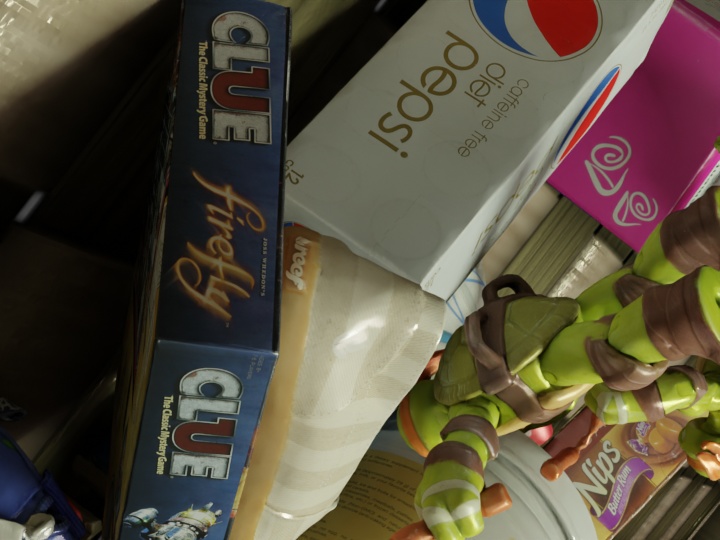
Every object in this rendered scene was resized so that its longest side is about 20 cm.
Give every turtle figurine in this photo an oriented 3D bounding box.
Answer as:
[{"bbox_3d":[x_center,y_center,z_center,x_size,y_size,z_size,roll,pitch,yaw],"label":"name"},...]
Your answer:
[{"bbox_3d":[0.071,0.028,0.708,0.161,0.065,0.200,-30,-174,31],"label":"turtle figurine"},{"bbox_3d":[0.160,0.026,0.828,0.200,0.064,0.162,-4,111,-44],"label":"turtle figurine"}]

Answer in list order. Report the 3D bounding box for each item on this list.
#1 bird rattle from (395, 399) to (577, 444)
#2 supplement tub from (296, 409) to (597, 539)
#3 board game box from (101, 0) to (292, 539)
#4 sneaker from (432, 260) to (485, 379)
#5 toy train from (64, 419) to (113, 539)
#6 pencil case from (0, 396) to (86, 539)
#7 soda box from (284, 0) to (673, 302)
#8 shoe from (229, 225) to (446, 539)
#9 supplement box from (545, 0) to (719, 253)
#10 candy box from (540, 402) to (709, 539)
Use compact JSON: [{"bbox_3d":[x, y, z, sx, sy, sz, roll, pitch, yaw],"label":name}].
[{"bbox_3d":[0.022,0.064,0.968,0.163,0.113,0.200,-31,169,-21],"label":"bird rattle"},{"bbox_3d":[-0.002,0.155,0.786,0.200,0.145,0.146,-40,160,-45],"label":"supplement tub"},{"bbox_3d":[-0.056,0.030,0.620,0.200,0.034,0.136,107,-14,-50],"label":"board game box"},{"bbox_3d":[0.000,0.000,0.798,0.200,0.075,0.087,29,61,-62],"label":"sneaker"},{"bbox_3d":[-0.125,0.102,0.730,0.200,0.034,0.046,-40,147,-29],"label":"toy train"},{"bbox_3d":[-0.165,0.124,0.590,0.200,0.078,0.087,-39,-174,-35],"label":"pencil case"},{"bbox_3d":[0.040,-0.057,0.709,0.200,0.068,0.064,-49,168,-34],"label":"soda box"},{"bbox_3d":[-0.018,0.057,0.646,0.200,0.053,0.070,111,-16,-56],"label":"shoe"},{"bbox_3d":[0.153,-0.081,0.929,0.103,0.101,0.200,-56,161,17],"label":"supplement box"},{"bbox_3d":[0.079,0.133,0.954,0.117,0.056,0.200,-36,167,-41],"label":"candy box"}]
